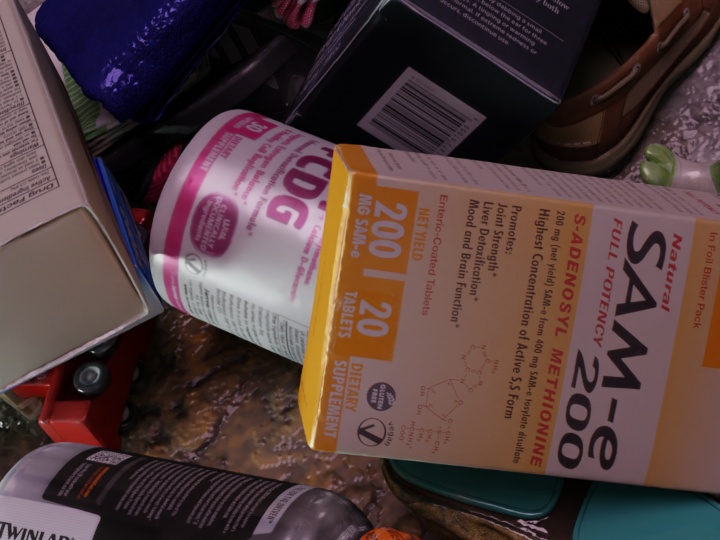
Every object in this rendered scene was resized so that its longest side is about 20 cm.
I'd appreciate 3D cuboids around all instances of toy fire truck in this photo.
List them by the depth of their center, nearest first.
[{"bbox_3d":[-0.191,0.056,0.928,0.140,0.049,0.202,-1,55,19],"label":"toy fire truck"}]

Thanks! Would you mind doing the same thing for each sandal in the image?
[{"bbox_3d":[-0.104,-0.071,0.949,0.199,0.045,0.075,-24,20,40],"label":"sandal"}]

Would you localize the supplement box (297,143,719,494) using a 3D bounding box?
[{"bbox_3d":[0.079,0.022,0.742,0.198,0.127,0.074,6,13,-8],"label":"supplement box"}]

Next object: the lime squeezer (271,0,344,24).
[{"bbox_3d":[-0.016,-0.184,1.028,0.198,0.038,0.071,-16,37,-16],"label":"lime squeezer"}]

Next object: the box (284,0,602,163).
[{"bbox_3d":[0.062,-0.158,0.907,0.106,0.148,0.201,31,58,-10],"label":"box"}]

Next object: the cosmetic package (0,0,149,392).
[{"bbox_3d":[-0.191,-0.046,0.859,0.103,0.088,0.201,-25,46,-1],"label":"cosmetic package"}]

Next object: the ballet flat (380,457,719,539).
[{"bbox_3d":[0.103,0.121,0.781,0.198,0.071,0.071,18,63,23],"label":"ballet flat"}]

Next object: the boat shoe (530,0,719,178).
[{"bbox_3d":[0.157,-0.144,0.939,0.075,0.074,0.201,17,63,26],"label":"boat shoe"}]

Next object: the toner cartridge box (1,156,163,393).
[{"bbox_3d":[-0.213,0.023,0.901,0.199,0.043,0.095,-26,49,1],"label":"toner cartridge box"}]

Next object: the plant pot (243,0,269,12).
[{"bbox_3d":[-0.086,-0.295,1.041,0.140,0.201,0.142,-30,52,-5],"label":"plant pot"}]

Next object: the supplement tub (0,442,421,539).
[{"bbox_3d":[-0.074,0.155,0.777,0.198,0.123,0.123,7,59,22],"label":"supplement tub"}]

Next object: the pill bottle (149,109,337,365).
[{"bbox_3d":[0.000,0.000,0.859,0.198,0.114,0.114,22,65,19],"label":"pill bottle"}]

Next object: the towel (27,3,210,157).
[{"bbox_3d":[-0.184,-0.115,0.991,0.199,0.023,0.153,-32,47,15],"label":"towel"}]

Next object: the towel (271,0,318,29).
[{"bbox_3d":[0.021,-0.237,0.924,0.200,0.030,0.147,-45,19,27],"label":"towel"}]

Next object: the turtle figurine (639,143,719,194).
[{"bbox_3d":[0.221,-0.050,0.794,0.193,0.199,0.145,-17,88,32],"label":"turtle figurine"}]

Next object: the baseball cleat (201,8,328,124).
[{"bbox_3d":[-0.068,-0.108,0.989,0.198,0.070,0.107,9,59,24],"label":"baseball cleat"}]

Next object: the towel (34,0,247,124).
[{"bbox_3d":[-0.091,-0.181,0.920,0.200,0.049,0.148,-48,37,4],"label":"towel"}]
